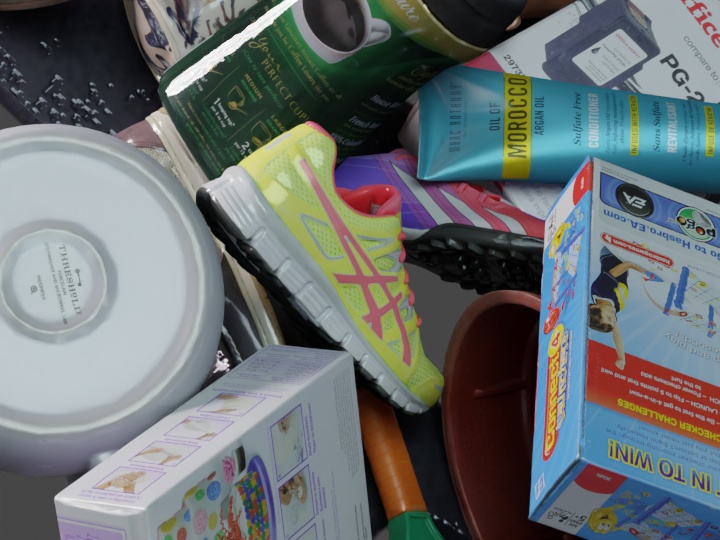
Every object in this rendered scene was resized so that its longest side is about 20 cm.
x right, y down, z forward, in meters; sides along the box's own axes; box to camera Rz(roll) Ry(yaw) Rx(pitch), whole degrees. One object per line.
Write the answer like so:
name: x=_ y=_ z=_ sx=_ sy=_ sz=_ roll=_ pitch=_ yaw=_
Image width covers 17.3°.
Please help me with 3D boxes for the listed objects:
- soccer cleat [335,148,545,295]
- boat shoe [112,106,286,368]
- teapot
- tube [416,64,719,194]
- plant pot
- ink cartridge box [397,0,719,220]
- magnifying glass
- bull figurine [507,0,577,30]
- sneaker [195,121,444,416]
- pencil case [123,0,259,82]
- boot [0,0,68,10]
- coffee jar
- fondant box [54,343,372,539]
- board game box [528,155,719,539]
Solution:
soccer cleat: x=0.042 y=-0.034 z=1.352 sx=0.199 sy=0.068 sz=0.073 roll=9 pitch=66 yaw=25
boat shoe: x=-0.092 y=0.005 z=1.343 sx=0.065 sy=0.072 sz=0.201 roll=-23 pitch=80 yaw=-6
teapot: x=-0.167 y=0.028 z=1.268 sx=0.197 sy=0.146 sz=0.200 roll=28 pitch=70 yaw=-1
tube: x=0.130 y=-0.077 z=1.353 sx=0.199 sy=0.050 sz=0.078 roll=5 pitch=59 yaw=-7
plant pot: x=0.179 y=0.087 z=1.318 sx=0.195 sy=0.201 sz=0.201 roll=-14 pitch=72 yaw=-28
ink cartridge box: x=0.148 y=-0.084 z=1.428 sx=0.200 sy=0.084 sz=0.145 roll=-31 pitch=79 yaw=-23
magnifying glass: x=0.032 y=0.157 z=1.323 sx=0.079 sy=0.022 sz=0.201 roll=8 pitch=57 yaw=-45
bull figurine: x=0.082 y=-0.195 z=1.418 sx=0.065 sy=0.200 sz=0.122 roll=-2 pitch=97 yaw=27
sneaker: x=0.000 y=0.000 z=1.291 sx=0.090 sy=0.078 sz=0.200 roll=-46 pitch=127 yaw=-11
pencil case: x=-0.049 y=-0.171 z=1.417 sx=0.200 sy=0.078 sz=0.089 roll=-27 pitch=53 yaw=-23
boot: x=-0.166 y=-0.231 z=1.335 sx=0.199 sy=0.146 sz=0.070 roll=-18 pitch=52 yaw=10
coffee jar: x=-0.009 y=-0.125 z=1.306 sx=0.200 sy=0.085 sz=0.104 roll=-38 pitch=72 yaw=20
fondant box: x=-0.068 y=0.141 z=1.208 sx=0.058 sy=0.145 sz=0.200 roll=5 pitch=23 yaw=28
board game box: x=0.187 y=0.061 z=1.182 sx=0.199 sy=0.056 sz=0.196 roll=20 pitch=47 yaw=-14
